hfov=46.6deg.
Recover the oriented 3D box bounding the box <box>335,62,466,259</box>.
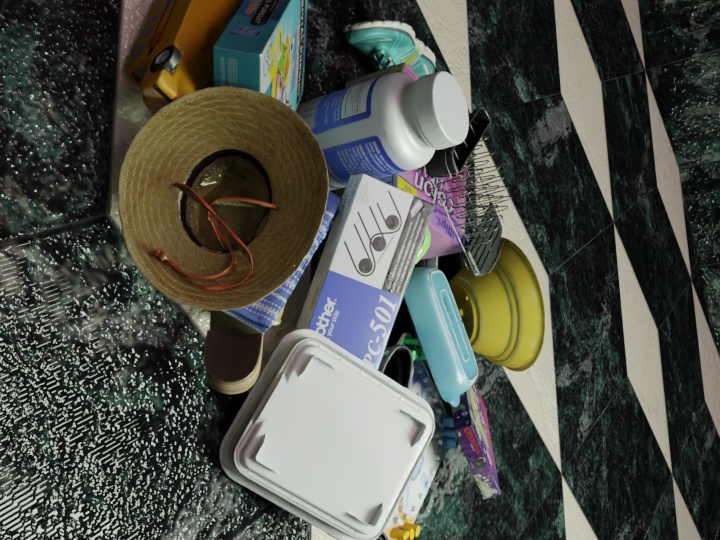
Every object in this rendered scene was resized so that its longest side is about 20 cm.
[{"bbox_3d":[0.060,-0.139,1.119,0.176,0.097,0.200,31,57,-49],"label":"box"}]

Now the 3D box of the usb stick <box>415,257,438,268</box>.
[{"bbox_3d":[0.095,-0.020,1.194,0.055,0.033,0.200,43,46,-57],"label":"usb stick"}]

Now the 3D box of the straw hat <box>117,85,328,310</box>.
[{"bbox_3d":[-0.121,-0.059,0.772,0.085,0.201,0.201,67,18,-81],"label":"straw hat"}]

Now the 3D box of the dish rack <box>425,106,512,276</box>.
[{"bbox_3d":[0.156,-0.099,1.117,0.200,0.055,0.153,63,37,-24],"label":"dish rack"}]

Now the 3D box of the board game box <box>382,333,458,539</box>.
[{"bbox_3d":[0.060,0.216,1.047,0.200,0.026,0.200,-58,136,-37],"label":"board game box"}]

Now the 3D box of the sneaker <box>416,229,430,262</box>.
[{"bbox_3d":[0.000,0.000,0.981,0.200,0.077,0.084,-53,125,-22],"label":"sneaker"}]

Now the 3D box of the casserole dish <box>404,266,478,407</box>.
[{"bbox_3d":[0.106,0.076,1.081,0.200,0.039,0.121,70,18,4],"label":"casserole dish"}]

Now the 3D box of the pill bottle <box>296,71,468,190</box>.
[{"bbox_3d":[0.019,-0.164,0.970,0.112,0.200,0.112,20,65,-53],"label":"pill bottle"}]

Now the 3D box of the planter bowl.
[{"bbox_3d":[0.177,0.055,1.214,0.083,0.200,0.201,-8,88,-21],"label":"planter bowl"}]

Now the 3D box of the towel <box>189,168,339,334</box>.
[{"bbox_3d":[-0.112,-0.044,0.839,0.145,0.024,0.200,32,47,-5],"label":"towel"}]

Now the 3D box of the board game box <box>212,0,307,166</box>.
[{"bbox_3d":[-0.097,-0.200,0.849,0.200,0.047,0.151,-75,174,-48],"label":"board game box"}]

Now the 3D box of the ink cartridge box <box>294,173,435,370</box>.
[{"bbox_3d":[0.003,0.004,0.916,0.094,0.044,0.200,20,87,-20],"label":"ink cartridge box"}]

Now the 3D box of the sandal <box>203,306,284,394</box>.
[{"bbox_3d":[-0.115,0.043,0.850,0.070,0.078,0.212,94,3,-50],"label":"sandal"}]

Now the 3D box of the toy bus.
[{"bbox_3d":[-0.168,-0.228,0.818,0.065,0.078,0.200,45,47,-42],"label":"toy bus"}]

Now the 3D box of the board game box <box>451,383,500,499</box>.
[{"bbox_3d":[0.153,0.204,1.157,0.200,0.032,0.120,-86,158,-65],"label":"board game box"}]

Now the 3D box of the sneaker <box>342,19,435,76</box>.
[{"bbox_3d":[0.048,-0.293,1.169,0.200,0.077,0.080,17,76,-54],"label":"sneaker"}]

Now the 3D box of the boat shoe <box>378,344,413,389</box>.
[{"bbox_3d":[0.009,0.165,0.920,0.073,0.063,0.200,33,54,-14],"label":"boat shoe"}]

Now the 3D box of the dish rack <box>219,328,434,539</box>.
[{"bbox_3d":[-0.023,0.172,0.848,0.200,0.044,0.172,34,76,-15],"label":"dish rack"}]
